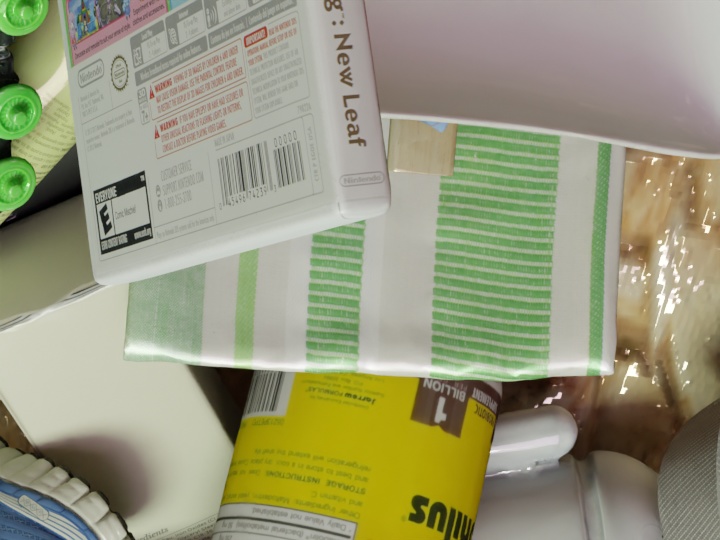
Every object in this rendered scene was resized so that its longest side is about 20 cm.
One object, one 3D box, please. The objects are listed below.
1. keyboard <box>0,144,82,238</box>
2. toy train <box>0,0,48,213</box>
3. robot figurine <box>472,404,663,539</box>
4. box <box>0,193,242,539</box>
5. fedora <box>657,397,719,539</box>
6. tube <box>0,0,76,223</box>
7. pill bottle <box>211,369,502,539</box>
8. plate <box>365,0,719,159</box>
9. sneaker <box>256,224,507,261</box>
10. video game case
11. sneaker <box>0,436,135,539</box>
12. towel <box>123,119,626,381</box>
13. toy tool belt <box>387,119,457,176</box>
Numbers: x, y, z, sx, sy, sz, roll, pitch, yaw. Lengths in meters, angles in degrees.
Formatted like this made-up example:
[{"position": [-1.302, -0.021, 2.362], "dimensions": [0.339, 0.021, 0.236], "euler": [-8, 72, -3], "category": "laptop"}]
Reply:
[{"position": [-0.174, -0.096, 0.853], "dimensions": [0.104, 0.040, 0.201], "euler": [-22, 130, -5], "category": "keyboard"}, {"position": [-0.142, -0.107, 0.747], "dimensions": [0.056, 0.042, 0.201], "euler": [-11, 123, -32], "category": "toy train"}, {"position": [0.074, 0.146, 0.985], "dimensions": [0.199, 0.113, 0.171], "euler": [-6, 111, 3], "category": "robot figurine"}, {"position": [-0.101, 0.064, 0.931], "dimensions": [0.082, 0.069, 0.201], "euler": [-22, 130, 2], "category": "box"}, {"position": [0.206, 0.103, 0.945], "dimensions": [0.090, 0.200, 0.178], "euler": [-16, 98, 48], "category": "fedora"}, {"position": [-0.150, -0.049, 0.838], "dimensions": [0.058, 0.052, 0.200], "euler": [33, 108, -30], "category": "tube"}, {"position": [-0.010, 0.125, 0.887], "dimensions": [0.109, 0.201, 0.109], "euler": [13, 166, 3], "category": "pill bottle"}, {"position": [0.049, -0.145, 0.726], "dimensions": [0.198, 0.032, 0.201], "euler": [4, 85, -29], "category": "plate"}, {"position": [0.000, 0.000, 0.902], "dimensions": [0.199, 0.070, 0.082], "euler": [4, 128, -1], "category": "sneaker"}, {"position": [-0.055, -0.096, 0.670], "dimensions": [0.022, 0.200, 0.183], "euler": [-7, 87, -27], "category": "video game case"}, {"position": [-0.191, 0.106, 0.903], "dimensions": [0.199, 0.089, 0.079], "euler": [24, 149, 31], "category": "sneaker"}, {"position": [0.009, -0.033, 0.847], "dimensions": [0.199, 0.154, 0.023], "euler": [4, 170, -5], "category": "towel"}, {"position": [-0.023, -0.118, 0.782], "dimensions": [0.199, 0.125, 0.123], "euler": [26, 114, -19], "category": "toy tool belt"}]
